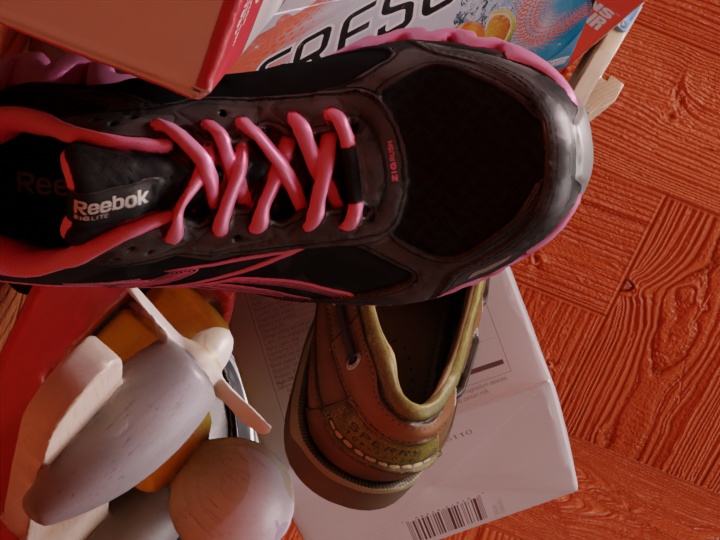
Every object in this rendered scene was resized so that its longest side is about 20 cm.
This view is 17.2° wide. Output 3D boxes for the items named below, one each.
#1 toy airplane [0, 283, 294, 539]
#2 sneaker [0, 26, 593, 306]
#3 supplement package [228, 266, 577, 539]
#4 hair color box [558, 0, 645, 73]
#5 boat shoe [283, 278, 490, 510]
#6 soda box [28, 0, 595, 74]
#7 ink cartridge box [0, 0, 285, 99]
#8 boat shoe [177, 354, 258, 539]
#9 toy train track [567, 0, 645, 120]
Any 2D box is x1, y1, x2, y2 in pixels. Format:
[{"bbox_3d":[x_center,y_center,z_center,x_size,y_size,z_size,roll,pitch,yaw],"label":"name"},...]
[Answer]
[{"bbox_3d":[-0.094,0.073,0.832,0.200,0.141,0.200,-69,-179,-67],"label":"toy airplane"},{"bbox_3d":[-0.040,-0.023,0.635,0.095,0.199,0.079,-23,109,-72],"label":"sneaker"},{"bbox_3d":[0.000,0.000,0.959,0.110,0.113,0.200,69,2,-61],"label":"supplement package"},{"bbox_3d":[0.089,-0.140,0.982,0.111,0.064,0.200,-56,-175,-21],"label":"hair color box"},{"bbox_3d":[0.020,-0.015,0.843,0.068,0.072,0.200,126,-28,-51],"label":"boat shoe"},{"bbox_3d":[-0.010,-0.095,0.818,0.200,0.068,0.064,-17,145,-34],"label":"soda box"},{"bbox_3d":[-0.038,-0.147,0.658,0.200,0.084,0.145,-64,175,-72],"label":"ink cartridge box"},{"bbox_3d":[-0.081,0.120,1.035,0.057,0.068,0.201,118,-20,-70],"label":"boat shoe"},{"bbox_3d":[0.139,-0.134,1.006,0.200,0.032,0.115,-58,-173,-25],"label":"toy train track"}]
